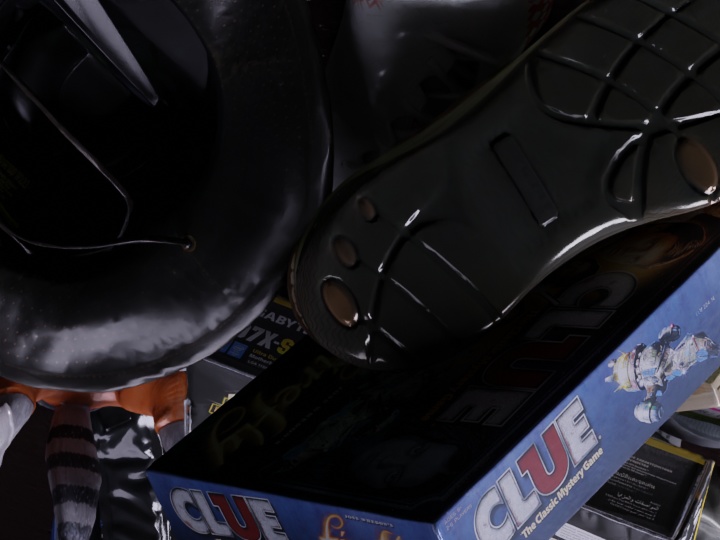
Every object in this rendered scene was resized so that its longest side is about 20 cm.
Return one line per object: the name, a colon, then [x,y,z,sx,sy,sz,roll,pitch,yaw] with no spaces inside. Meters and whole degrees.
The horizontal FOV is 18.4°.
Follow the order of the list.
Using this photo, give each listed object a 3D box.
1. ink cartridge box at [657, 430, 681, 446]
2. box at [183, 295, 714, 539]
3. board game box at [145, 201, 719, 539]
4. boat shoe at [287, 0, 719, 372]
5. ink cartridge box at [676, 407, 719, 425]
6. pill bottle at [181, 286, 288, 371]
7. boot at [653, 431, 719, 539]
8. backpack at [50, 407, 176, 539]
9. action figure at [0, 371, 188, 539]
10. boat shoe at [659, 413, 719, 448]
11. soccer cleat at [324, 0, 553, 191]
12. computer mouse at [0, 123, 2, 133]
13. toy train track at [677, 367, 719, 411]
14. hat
ink cartridge box: [0.043,0.064,1.121,0.198,0.085,0.146,13,172,-21]
box: [0.027,0.104,0.866,0.198,0.049,0.161,20,135,16]
board game box: [0.045,0.027,0.714,0.135,0.200,0.035,3,125,47]
boat shoe: [0.060,-0.038,0.701,0.199,0.076,0.074,-29,-175,-14]
ink cartridge box: [0.206,0.016,0.926,0.147,0.077,0.200,16,163,-26]
pill bottle: [0.000,0.000,0.906,0.198,0.114,0.112,-3,161,34]
boot: [0.143,0.104,0.969,0.130,0.068,0.200,23,-175,-5]
backpack: [-0.097,0.141,1.293,0.198,0.192,0.154,12,179,-13]
action figure: [-0.160,0.036,1.001,0.198,0.105,0.194,0,-150,-21]
boat shoe: [0.117,0.025,1.040,0.199,0.074,0.067,28,171,-28]
soccer cleat: [0.018,-0.058,0.747,0.068,0.086,0.200,11,164,-9]
computer mouse: [-0.202,-0.060,0.790,0.198,0.140,0.053,6,-179,-31]
toy train track: [0.062,0.047,0.926,0.199,0.033,0.115,-9,-158,37]
hat: [-0.088,-0.061,0.759,0.199,0.202,0.081,2,-156,19]
